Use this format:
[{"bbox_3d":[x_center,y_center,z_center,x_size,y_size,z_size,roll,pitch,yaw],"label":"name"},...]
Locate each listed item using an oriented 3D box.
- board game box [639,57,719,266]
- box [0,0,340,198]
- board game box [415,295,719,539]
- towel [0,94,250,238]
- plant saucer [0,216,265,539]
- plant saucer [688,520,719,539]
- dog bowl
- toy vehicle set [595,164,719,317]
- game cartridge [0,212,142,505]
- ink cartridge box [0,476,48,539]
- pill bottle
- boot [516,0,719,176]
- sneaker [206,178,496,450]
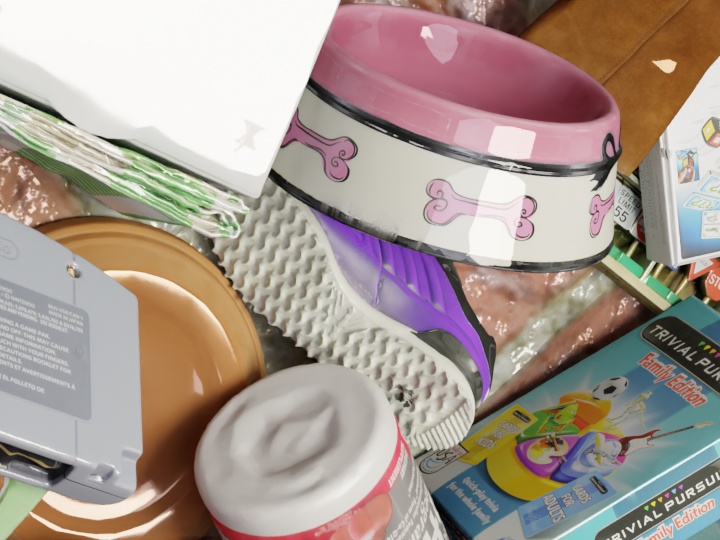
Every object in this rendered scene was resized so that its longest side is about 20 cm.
[{"bbox_3d":[0.252,-0.084,1.461,0.199,0.035,0.127,-12,103,-23],"label":"board game box"},{"bbox_3d":[-0.116,-0.169,1.249,0.198,0.131,0.201,24,89,-27],"label":"box"},{"bbox_3d":[0.142,0.102,1.394,0.199,0.151,0.047,-30,115,-9],"label":"board game box"},{"bbox_3d":[-0.168,-0.064,1.231,0.199,0.152,0.024,23,86,-28],"label":"towel"},{"bbox_3d":[-0.138,0.073,1.336,0.199,0.037,0.202,-5,101,-25],"label":"plant saucer"},{"bbox_3d":[0.150,0.220,1.500,0.199,0.036,0.202,-5,101,-24],"label":"plant saucer"},{"bbox_3d":[0.045,-0.074,1.297,0.199,0.200,0.074,7,112,-26],"label":"dog bowl"},{"bbox_3d":[0.165,-0.059,1.460,0.200,0.026,0.125,36,83,-26],"label":"toy vehicle set"},{"bbox_3d":[-0.194,0.027,1.216,0.199,0.040,0.134,24,49,-33],"label":"game cartridge"},{"bbox_3d":[-0.253,0.066,1.243,0.200,0.059,0.104,44,81,-11],"label":"ink cartridge box"},{"bbox_3d":[-0.006,0.156,1.358,0.110,0.111,0.201,-36,130,-15],"label":"pill bottle"},{"bbox_3d":[0.140,-0.177,1.362,0.188,0.069,0.200,39,112,-15],"label":"boot"},{"bbox_3d":[0.000,0.000,1.375,0.200,0.069,0.100,49,38,-5],"label":"sneaker"}]
